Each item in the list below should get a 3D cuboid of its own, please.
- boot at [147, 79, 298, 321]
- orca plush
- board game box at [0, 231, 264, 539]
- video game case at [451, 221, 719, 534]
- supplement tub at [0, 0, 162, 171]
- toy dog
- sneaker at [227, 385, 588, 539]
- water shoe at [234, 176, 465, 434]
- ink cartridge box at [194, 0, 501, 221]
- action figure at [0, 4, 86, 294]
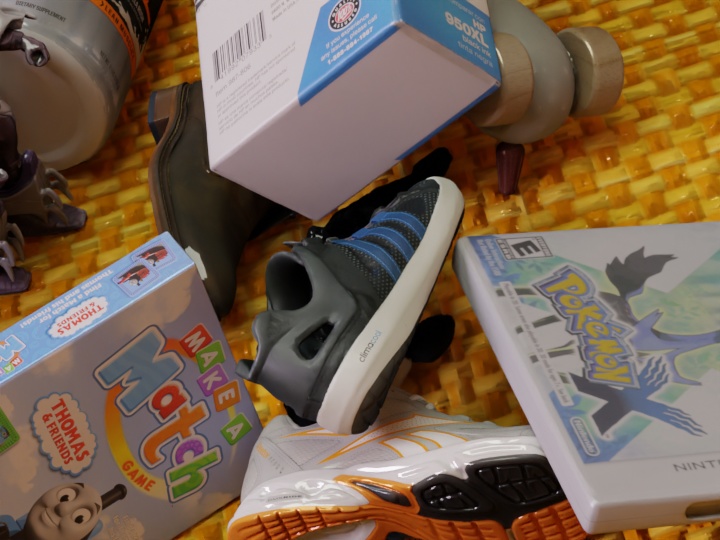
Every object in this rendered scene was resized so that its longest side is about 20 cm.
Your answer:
[{"bbox_3d":[-0.062,-0.050,1.479,0.097,0.075,0.200,-18,39,7],"label":"boot"},{"bbox_3d":[0.000,0.000,1.402,0.105,0.071,0.200,9,49,29],"label":"orca plush"},{"bbox_3d":[-0.148,0.092,1.302,0.200,0.152,0.037,-33,43,-14],"label":"board game box"},{"bbox_3d":[0.158,0.044,1.278,0.181,0.022,0.200,-4,38,-18],"label":"video game case"},{"bbox_3d":[-0.182,-0.165,1.613,0.122,0.123,0.200,-3,45,18],"label":"supplement tub"},{"bbox_3d":[0.059,-0.115,1.491,0.131,0.097,0.200,7,27,-19],"label":"toy dog"},{"bbox_3d":[0.033,0.087,1.292,0.199,0.076,0.092,-9,45,12],"label":"sneaker"},{"bbox_3d":[-0.003,0.000,1.314,0.079,0.072,0.200,25,31,0],"label":"water shoe"},{"bbox_3d":[-0.013,-0.152,1.442,0.144,0.084,0.201,-35,45,32],"label":"ink cartridge box"},{"bbox_3d":[-0.206,-0.078,1.467,0.069,0.200,0.130,11,52,15],"label":"action figure"}]
